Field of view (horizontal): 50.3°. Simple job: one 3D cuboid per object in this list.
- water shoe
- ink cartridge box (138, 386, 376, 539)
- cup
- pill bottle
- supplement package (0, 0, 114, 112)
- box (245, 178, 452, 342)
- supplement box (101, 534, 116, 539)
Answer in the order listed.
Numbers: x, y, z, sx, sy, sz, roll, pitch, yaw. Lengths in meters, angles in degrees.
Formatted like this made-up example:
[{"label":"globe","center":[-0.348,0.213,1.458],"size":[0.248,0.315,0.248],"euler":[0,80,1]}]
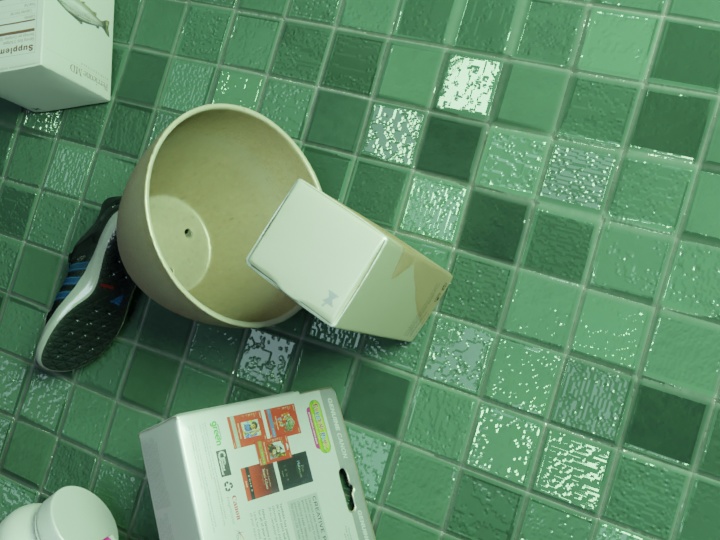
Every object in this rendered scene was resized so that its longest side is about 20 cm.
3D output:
[{"label":"water shoe","center":[-0.285,0.016,0.826],"size":[0.201,0.071,0.079],"euler":[-56,42,6]},{"label":"ink cartridge box","center":[-0.085,0.221,0.692],"size":[0.084,0.175,0.202],"euler":[-29,71,46]},{"label":"cup","center":[-0.149,-0.038,0.725],"size":[0.143,0.199,0.202],"euler":[-13,77,44]},{"label":"pill bottle","center":[-0.344,0.311,0.772],"size":[0.200,0.113,0.113],"euler":[-39,72,10]},{"label":"supplement package","center":[-0.355,-0.295,0.854],"size":[0.116,0.117,0.202],"euler":[-3,82,19]},{"label":"box","center":[0.000,0.000,0.644],"size":[0.095,0.200,0.078],"euler":[35,95,20]},{"label":"supplement box","center":[-0.252,0.346,0.690],"size":[0.103,0.101,0.201],"euler":[46,133,19]}]
